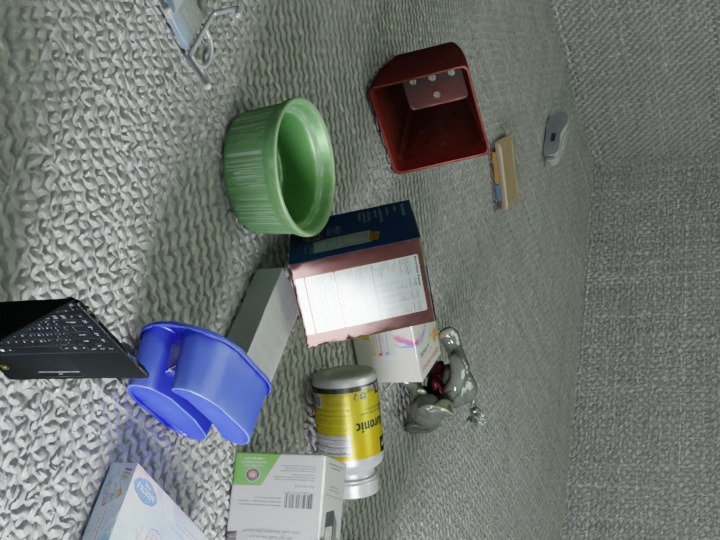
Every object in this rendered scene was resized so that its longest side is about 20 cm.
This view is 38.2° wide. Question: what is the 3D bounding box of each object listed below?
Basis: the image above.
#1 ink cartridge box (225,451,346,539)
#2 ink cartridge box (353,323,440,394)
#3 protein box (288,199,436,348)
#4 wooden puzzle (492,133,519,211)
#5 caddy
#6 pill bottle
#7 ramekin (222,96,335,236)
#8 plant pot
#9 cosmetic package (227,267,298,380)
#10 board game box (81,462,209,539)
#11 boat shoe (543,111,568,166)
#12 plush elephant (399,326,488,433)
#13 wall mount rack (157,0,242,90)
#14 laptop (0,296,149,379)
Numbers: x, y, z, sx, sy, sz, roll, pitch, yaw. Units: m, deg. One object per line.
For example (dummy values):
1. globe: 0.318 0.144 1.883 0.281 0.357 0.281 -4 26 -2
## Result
1. ink cartridge box: -0.106 0.361 1.445 0.084 0.143 0.204 39 52 -61
2. ink cartridge box: 0.064 0.110 1.899 0.129 0.123 0.203 -45 127 -60
3. protein box: 0.000 0.000 1.595 0.199 0.196 0.137 -98 177 -70
4. wooden puzzle: 0.395 -0.270 2.841 0.200 0.037 0.188 -37 121 -68
5. caddy: -0.194 0.131 1.275 0.201 0.139 0.106 56 41 -51
6. pill bottle: -0.018 0.265 1.709 0.111 0.109 0.204 -23 109 -65
7. ramekin: -0.121 -0.148 1.531 0.199 0.096 0.204 -3 90 -66
8. plant pot: 0.141 -0.342 2.073 0.178 0.196 0.202 -82 157 -51
9. cosmetic package: -0.148 0.096 1.498 0.202 0.050 0.083 -70 146 -43
10. board game box: -0.261 0.363 1.211 0.201 0.043 0.201 62 34 -44
11. boat shoe: 0.641 -0.428 3.387 0.066 0.071 0.202 65 32 -49
12. plush elephant: 0.147 0.247 2.078 0.153 0.165 0.202 -17 68 -30
13. wall mount rack: -0.222 -0.334 1.344 0.201 0.073 0.176 63 33 -42
14. laptop: -0.322 0.084 0.931 0.201 0.174 0.105 59 36 -47
